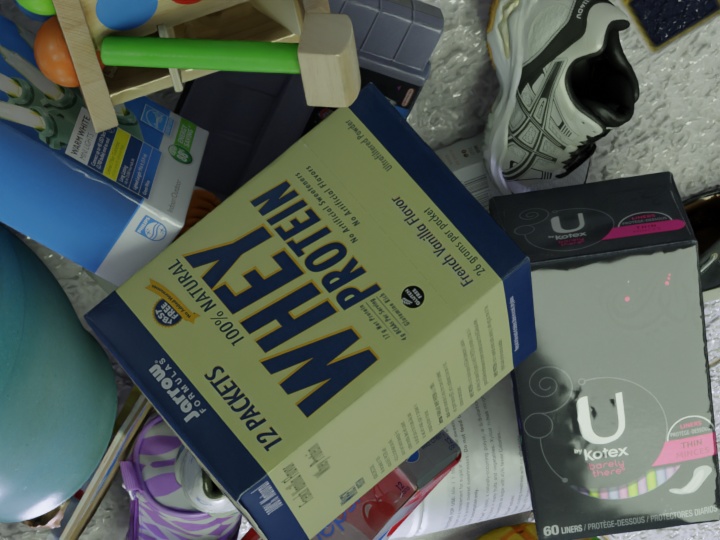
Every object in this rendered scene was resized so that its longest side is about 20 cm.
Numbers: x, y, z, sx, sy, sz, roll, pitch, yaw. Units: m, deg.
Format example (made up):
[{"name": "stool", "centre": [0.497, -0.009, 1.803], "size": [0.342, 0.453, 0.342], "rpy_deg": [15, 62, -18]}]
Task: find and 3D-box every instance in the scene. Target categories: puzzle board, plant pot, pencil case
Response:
[{"name": "puzzle board", "centre": [-0.171, 0.132, 1.614], "size": [0.017, 0.151, 0.200], "rpy_deg": [30, 124, 0]}, {"name": "plant pot", "centre": [-0.247, 0.060, 1.462], "size": [0.200, 0.200, 0.188], "rpy_deg": [-34, 148, 12]}, {"name": "pencil case", "centre": [-0.123, 0.167, 1.671], "size": [0.085, 0.084, 0.200], "rpy_deg": [-21, 154, -17]}]

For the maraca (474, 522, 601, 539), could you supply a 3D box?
[{"name": "maraca", "centre": [0.097, 0.253, 1.820], "size": [0.200, 0.137, 0.107], "rpy_deg": [-22, 124, 19]}]

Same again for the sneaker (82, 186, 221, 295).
[{"name": "sneaker", "centre": [-0.122, 0.004, 1.513], "size": [0.092, 0.076, 0.200], "rpy_deg": [18, 150, 20]}]

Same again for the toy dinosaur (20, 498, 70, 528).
[{"name": "toy dinosaur", "centre": [-0.236, 0.124, 1.604], "size": [0.060, 0.200, 0.106], "rpy_deg": [1, 93, -18]}]

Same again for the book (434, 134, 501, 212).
[{"name": "book", "centre": [0.000, 0.000, 1.613], "size": [0.200, 0.048, 0.134], "rpy_deg": [-19, 135, -6]}]

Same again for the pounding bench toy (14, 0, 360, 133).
[{"name": "pounding bench toy", "centre": [-0.100, -0.146, 1.293], "size": [0.156, 0.200, 0.124], "rpy_deg": [-19, 139, -6]}]

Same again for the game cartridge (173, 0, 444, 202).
[{"name": "game cartridge", "centre": [-0.043, -0.090, 1.480], "size": [0.129, 0.038, 0.200], "rpy_deg": [19, 126, -11]}]

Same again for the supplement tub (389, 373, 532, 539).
[{"name": "supplement tub", "centre": [0.095, 0.103, 1.700], "size": [0.200, 0.132, 0.132], "rpy_deg": [-11, 137, -15]}]

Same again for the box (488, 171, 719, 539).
[{"name": "box", "centre": [0.154, 0.055, 1.549], "size": [0.122, 0.106, 0.200], "rpy_deg": [-9, 116, 3]}]

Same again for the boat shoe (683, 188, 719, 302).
[{"name": "boat shoe", "centre": [0.184, -0.002, 1.666], "size": [0.200, 0.072, 0.068], "rpy_deg": [-21, 137, -25]}]

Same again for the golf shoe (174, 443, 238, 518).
[{"name": "golf shoe", "centre": [-0.037, 0.072, 1.539], "size": [0.078, 0.097, 0.200], "rpy_deg": [35, 88, -3]}]

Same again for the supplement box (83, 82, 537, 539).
[{"name": "supplement box", "centre": [-0.020, 0.035, 1.383], "size": [0.200, 0.134, 0.200], "rpy_deg": [-40, 164, -6]}]

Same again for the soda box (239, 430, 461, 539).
[{"name": "soda box", "centre": [-0.019, 0.163, 1.616], "size": [0.063, 0.070, 0.200], "rpy_deg": [-30, 163, -52]}]

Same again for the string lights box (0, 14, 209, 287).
[{"name": "string lights box", "centre": [-0.188, -0.079, 1.342], "size": [0.200, 0.103, 0.059], "rpy_deg": [29, 121, -14]}]

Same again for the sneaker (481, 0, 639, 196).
[{"name": "sneaker", "centre": [0.127, -0.096, 1.523], "size": [0.076, 0.088, 0.200], "rpy_deg": [-44, 148, -25]}]

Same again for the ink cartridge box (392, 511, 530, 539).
[{"name": "ink cartridge box", "centre": [0.045, 0.190, 1.849], "size": [0.161, 0.050, 0.200], "rpy_deg": [-17, 157, -8]}]
